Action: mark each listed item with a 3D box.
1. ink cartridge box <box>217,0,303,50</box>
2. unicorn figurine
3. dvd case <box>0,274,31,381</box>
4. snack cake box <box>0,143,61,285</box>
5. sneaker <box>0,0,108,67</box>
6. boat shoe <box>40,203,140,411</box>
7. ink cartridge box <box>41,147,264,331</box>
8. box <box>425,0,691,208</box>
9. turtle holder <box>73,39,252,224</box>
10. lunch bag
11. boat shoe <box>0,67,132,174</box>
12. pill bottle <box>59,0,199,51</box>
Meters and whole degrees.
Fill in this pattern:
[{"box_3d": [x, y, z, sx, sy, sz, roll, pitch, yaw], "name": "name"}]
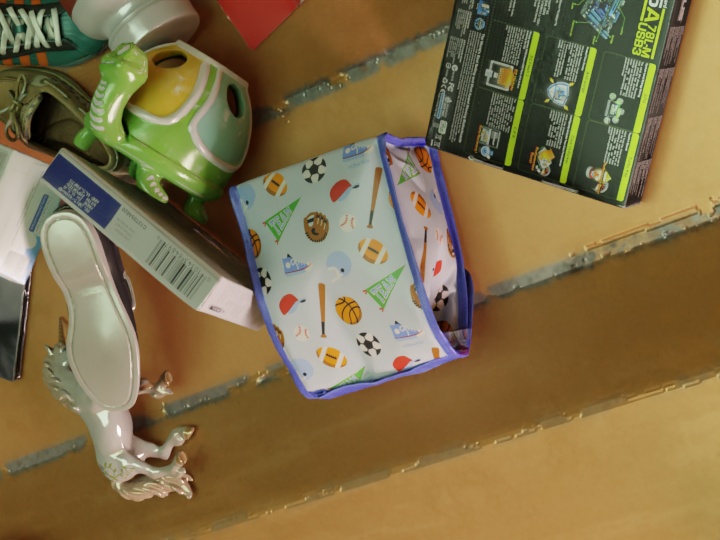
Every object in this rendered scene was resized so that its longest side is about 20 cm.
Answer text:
[{"box_3d": [-0.086, -0.318, 1.610, 0.200, 0.050, 0.161, -40, 79, 27], "name": "ink cartridge box"}, {"box_3d": [-0.240, 0.136, 1.765, 0.137, 0.074, 0.201, -12, 90, 27], "name": "unicorn figurine"}, {"box_3d": [-0.402, 0.000, 1.867, 0.148, 0.016, 0.201, 17, 107, 27], "name": "dvd case"}, {"box_3d": [-0.364, -0.068, 1.735, 0.200, 0.067, 0.115, 22, 89, 55], "name": "snack cake box"}, {"box_3d": [-0.331, -0.228, 1.747, 0.199, 0.080, 0.072, -3, 96, 30], "name": "sneaker"}, {"box_3d": [-0.244, 0.032, 1.687, 0.074, 0.060, 0.201, -13, 105, 17], "name": "boat shoe"}, {"box_3d": [-0.169, -0.021, 1.622, 0.199, 0.200, 0.041, 38, 94, 20], "name": "ink cartridge box"}, {"box_3d": [0.162, -0.174, 1.494, 0.192, 0.047, 0.201, 18, 107, 24], "name": "box"}, {"box_3d": [-0.180, -0.142, 1.625, 0.132, 0.185, 0.141, -57, 32, 1], "name": "turtle holder"}, {"box_3d": [0.000, 0.000, 1.575, 0.169, 0.124, 0.201, -19, 82, 30], "name": "lunch bag"}, {"box_3d": [-0.294, -0.147, 1.751, 0.199, 0.063, 0.074, 22, 110, 26], "name": "boat shoe"}, {"box_3d": [-0.237, -0.287, 1.664, 0.112, 0.112, 0.200, -41, 78, 29], "name": "pill bottle"}]
